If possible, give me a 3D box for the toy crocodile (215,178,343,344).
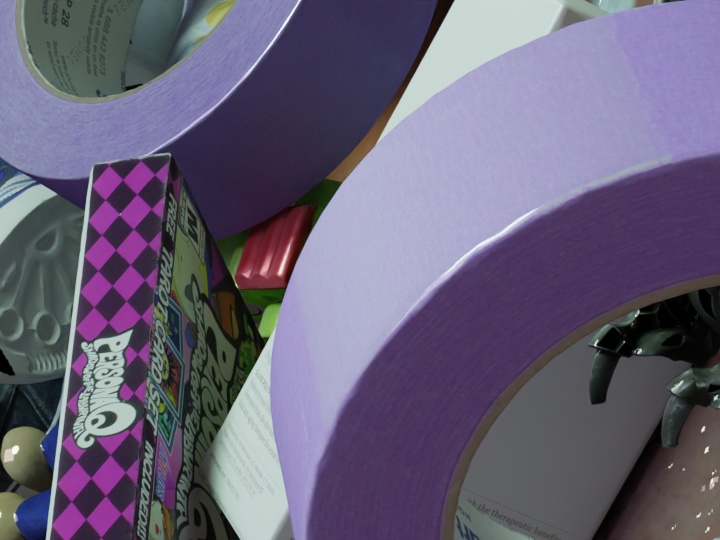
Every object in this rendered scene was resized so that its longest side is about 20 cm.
[{"bbox_3d":[0.000,0.000,1.017,0.200,0.062,0.068,7,73,53],"label":"toy crocodile"}]

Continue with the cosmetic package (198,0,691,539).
[{"bbox_3d":[0.045,0.013,0.882,0.201,0.107,0.085,-60,24,7],"label":"cosmetic package"}]

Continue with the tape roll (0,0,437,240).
[{"bbox_3d":[-0.063,-0.114,1.065,0.199,0.066,0.201,-22,53,33],"label":"tape roll"}]

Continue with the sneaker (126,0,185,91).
[{"bbox_3d":[-0.140,-0.117,1.239,0.111,0.200,0.074,4,90,29],"label":"sneaker"}]

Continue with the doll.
[{"bbox_3d":[-0.082,0.059,1.158,0.200,0.048,0.137,-37,30,35],"label":"doll"}]

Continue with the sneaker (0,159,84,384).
[{"bbox_3d":[-0.163,-0.002,1.248,0.146,0.081,0.200,-14,23,37],"label":"sneaker"}]

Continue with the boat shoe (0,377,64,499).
[{"bbox_3d":[-0.202,0.092,1.304,0.200,0.090,0.071,-52,27,39],"label":"boat shoe"}]

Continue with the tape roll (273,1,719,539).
[{"bbox_3d":[0.081,0.038,0.660,0.200,0.199,0.066,-52,28,25],"label":"tape roll"}]

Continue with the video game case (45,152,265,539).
[{"bbox_3d":[-0.059,0.092,0.954,0.036,0.182,0.201,-9,48,13],"label":"video game case"}]

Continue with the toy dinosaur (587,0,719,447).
[{"bbox_3d":[0.094,-0.032,0.782,0.199,0.136,0.102,-15,20,6],"label":"toy dinosaur"}]

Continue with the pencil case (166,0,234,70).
[{"bbox_3d":[-0.034,-0.150,1.212,0.091,0.083,0.201,114,165,-50],"label":"pencil case"}]
